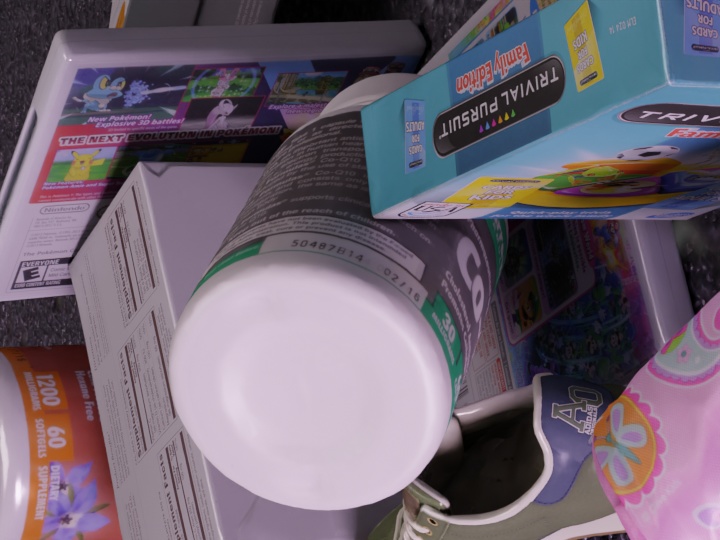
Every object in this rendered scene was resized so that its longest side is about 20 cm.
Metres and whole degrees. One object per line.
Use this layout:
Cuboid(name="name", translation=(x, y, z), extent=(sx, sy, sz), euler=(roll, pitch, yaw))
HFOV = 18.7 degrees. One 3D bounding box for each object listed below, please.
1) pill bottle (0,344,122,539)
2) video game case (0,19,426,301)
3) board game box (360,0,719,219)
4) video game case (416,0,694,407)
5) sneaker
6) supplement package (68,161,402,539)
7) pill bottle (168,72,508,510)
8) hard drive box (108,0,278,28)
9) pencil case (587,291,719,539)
Cuboid(name="pill bottle", translation=(-0.115, 0.094, 1.181), extent=(0.112, 0.199, 0.113), euler=(6, 97, 62))
Cuboid(name="video game case", translation=(-0.084, -0.056, 1.116), extent=(0.023, 0.199, 0.183), euler=(64, 144, 31))
Cuboid(name="board game box", translation=(0.112, -0.060, 0.789), extent=(0.200, 0.150, 0.047), euler=(-22, 71, 61))
Cuboid(name="video game case", translation=(0.077, -0.026, 0.998), extent=(0.182, 0.024, 0.201), euler=(-42, 54, 55))
Cuboid(name="sneaker", translation=(0.044, 0.091, 0.916), extent=(0.200, 0.089, 0.068), euler=(-31, 47, 42))
Cuboid(name="supplement package", translation=(-0.040, 0.060, 1.081), extent=(0.111, 0.155, 0.201), euler=(-46, 51, 51))
Cuboid(name="pill bottle", translation=(0.000, 0.000, 0.912), extent=(0.200, 0.112, 0.114), euler=(-66, -5, -58))
Cuboid(name="hard drive box", translation=(-0.084, -0.181, 1.180), extent=(0.201, 0.076, 0.157), euler=(-92, 18, -55))
Cuboid(name="pencil case", translation=(0.162, 0.022, 0.716), extent=(0.200, 0.087, 0.088), euler=(-50, 46, 27))
